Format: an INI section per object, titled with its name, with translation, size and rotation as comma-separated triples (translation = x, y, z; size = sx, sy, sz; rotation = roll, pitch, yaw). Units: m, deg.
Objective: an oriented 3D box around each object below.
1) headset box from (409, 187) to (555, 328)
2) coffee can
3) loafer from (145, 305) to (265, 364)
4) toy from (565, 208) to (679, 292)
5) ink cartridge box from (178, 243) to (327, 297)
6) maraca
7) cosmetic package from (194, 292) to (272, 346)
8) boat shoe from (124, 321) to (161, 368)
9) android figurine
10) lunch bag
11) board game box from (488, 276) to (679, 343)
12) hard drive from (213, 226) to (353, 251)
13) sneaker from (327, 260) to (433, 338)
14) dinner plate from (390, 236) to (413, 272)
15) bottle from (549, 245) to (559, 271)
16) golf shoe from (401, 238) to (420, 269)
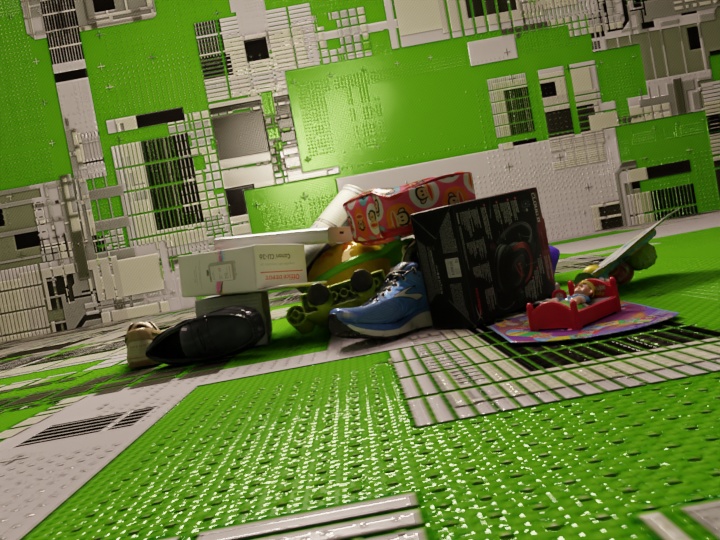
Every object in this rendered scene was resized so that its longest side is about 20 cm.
[headset box]
translation = 0.171, -0.021, 0.835
size = 0.199, 0.149, 0.075
rotation = -16, 5, -40
[coffee can]
translation = -0.037, -0.037, 1.189
size = 0.200, 0.146, 0.146
rotation = -52, 11, -11
[loafer]
translation = -0.216, 0.096, 0.889
size = 0.200, 0.068, 0.070
rotation = -15, 7, 33
[toy]
translation = 0.360, -0.009, 0.875
size = 0.200, 0.047, 0.115
rotation = -24, -15, -36
[ink cartridge box]
translation = -0.160, -0.001, 0.963
size = 0.199, 0.068, 0.116
rotation = -5, 0, 33
[maraca]
translation = 0.000, 0.000, 1.055
size = 0.199, 0.107, 0.137
rotation = -26, -13, -3
[cosmetic package]
translation = -0.201, 0.077, 1.049
size = 0.106, 0.091, 0.200
rotation = -7, -1, -7
[boat shoe]
translation = -0.346, 0.113, 1.046
size = 0.071, 0.065, 0.200
rotation = -11, 2, -18
[android figurine]
translation = -0.014, 0.047, 0.930
size = 0.181, 0.041, 0.200
rotation = -17, -17, 1
[lunch bag]
translation = 0.081, -0.098, 0.957
size = 0.175, 0.082, 0.200
rotation = -19, 7, -19
[board game box]
translation = 0.216, 0.034, 0.659
size = 0.157, 0.039, 0.200
rotation = -10, 1, 2
[hard drive]
translation = -0.123, -0.051, 1.069
size = 0.199, 0.026, 0.132
rotation = -4, 3, 19
[sneaker]
translation = 0.041, 0.037, 0.822
size = 0.199, 0.090, 0.078
rotation = -11, 1, -36
[dinner plate]
translation = 0.064, -0.006, 1.159
size = 0.200, 0.024, 0.200
rotation = -46, 15, 16
[bottle]
translation = 0.234, -0.032, 1.098
size = 0.199, 0.066, 0.084
rotation = 16, 0, 14
[golf shoe]
translation = 0.099, -0.017, 0.962
size = 0.088, 0.078, 0.200
rotation = -15, 5, 31
